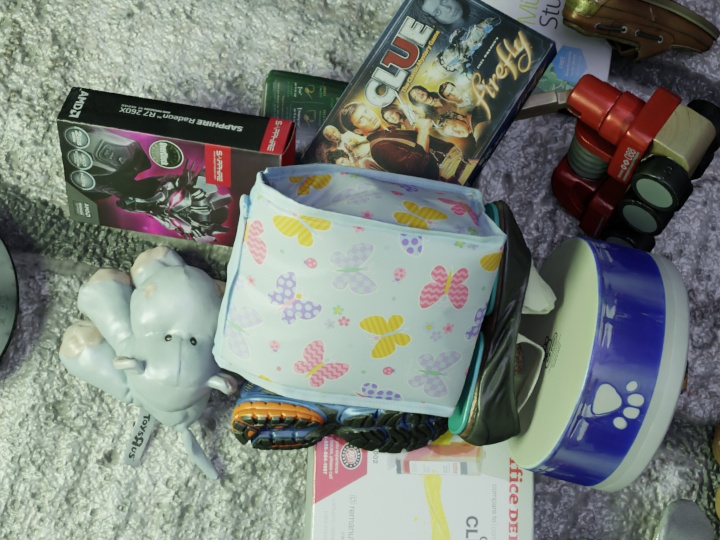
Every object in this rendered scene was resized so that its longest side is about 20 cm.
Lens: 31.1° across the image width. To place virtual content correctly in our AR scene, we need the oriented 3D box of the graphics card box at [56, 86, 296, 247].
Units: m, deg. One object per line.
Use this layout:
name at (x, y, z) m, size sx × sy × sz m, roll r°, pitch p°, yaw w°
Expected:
graphics card box at (-0.159, -0.086, 1.131) m, size 0.199 × 0.126 × 0.051 m, roll 11°, pitch 48°, yaw 4°

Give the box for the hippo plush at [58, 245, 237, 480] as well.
hippo plush at (-0.182, 0.069, 1.105) m, size 0.159 × 0.161 × 0.201 m, roll 10°, pitch 81°, yaw -6°

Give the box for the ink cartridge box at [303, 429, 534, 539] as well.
ink cartridge box at (0.052, 0.206, 1.155) m, size 0.199 × 0.083 × 0.146 m, roll 3°, pitch 81°, yaw -6°

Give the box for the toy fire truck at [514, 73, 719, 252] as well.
toy fire truck at (0.201, -0.108, 1.170) m, size 0.200 × 0.176 × 0.129 m, roll 35°, pitch 69°, yaw 12°

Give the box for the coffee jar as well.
coffee jar at (0.005, -0.122, 1.191) m, size 0.199 × 0.085 × 0.105 m, roll 5°, pitch 75°, yaw -6°

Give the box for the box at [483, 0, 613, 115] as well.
box at (0.146, -0.236, 1.248) m, size 0.199 × 0.036 × 0.145 m, roll 10°, pitch 81°, yaw -5°

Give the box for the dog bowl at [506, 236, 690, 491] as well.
dog bowl at (0.190, 0.076, 1.068) m, size 0.078 × 0.200 × 0.201 m, roll 15°, pitch 81°, yaw -10°

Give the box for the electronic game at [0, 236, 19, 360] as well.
electronic game at (-0.401, 0.027, 1.143) m, size 0.199 × 0.042 × 0.201 m, roll 0°, pitch 81°, yaw 1°

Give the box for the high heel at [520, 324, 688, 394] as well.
high heel at (0.206, 0.086, 1.193) m, size 0.200 × 0.071 × 0.143 m, roll -28°, pitch 81°, yaw -19°

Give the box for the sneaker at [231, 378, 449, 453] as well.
sneaker at (-0.008, 0.104, 1.094) m, size 0.199 × 0.075 × 0.079 m, roll 3°, pitch 56°, yaw -8°

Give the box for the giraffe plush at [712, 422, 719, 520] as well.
giraffe plush at (0.447, 0.195, 1.182) m, size 0.162 × 0.200 × 0.173 m, roll 5°, pitch 77°, yaw -36°

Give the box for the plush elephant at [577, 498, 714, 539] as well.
plush elephant at (0.268, 0.297, 1.140) m, size 0.154 × 0.200 × 0.165 m, roll -15°, pitch 77°, yaw -27°

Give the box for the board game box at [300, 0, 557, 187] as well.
board game box at (0.058, -0.140, 1.111) m, size 0.135 × 0.035 × 0.200 m, roll 32°, pitch 87°, yaw 14°

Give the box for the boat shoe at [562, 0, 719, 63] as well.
boat shoe at (0.260, -0.234, 1.222) m, size 0.199 × 0.072 × 0.068 m, roll 14°, pitch 107°, yaw -38°

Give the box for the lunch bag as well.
lunch bag at (-0.007, 0.009, 1.024) m, size 0.199 × 0.127 × 0.170 m, roll 6°, pitch 115°, yaw -14°

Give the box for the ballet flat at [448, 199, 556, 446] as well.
ballet flat at (0.119, 0.045, 1.062) m, size 0.068 × 0.068 × 0.201 m, roll 8°, pitch 94°, yaw -15°

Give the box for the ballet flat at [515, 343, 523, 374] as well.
ballet flat at (0.081, 0.005, 1.127) m, size 0.070 × 0.065 × 0.200 m, roll -20°, pitch 60°, yaw -29°
